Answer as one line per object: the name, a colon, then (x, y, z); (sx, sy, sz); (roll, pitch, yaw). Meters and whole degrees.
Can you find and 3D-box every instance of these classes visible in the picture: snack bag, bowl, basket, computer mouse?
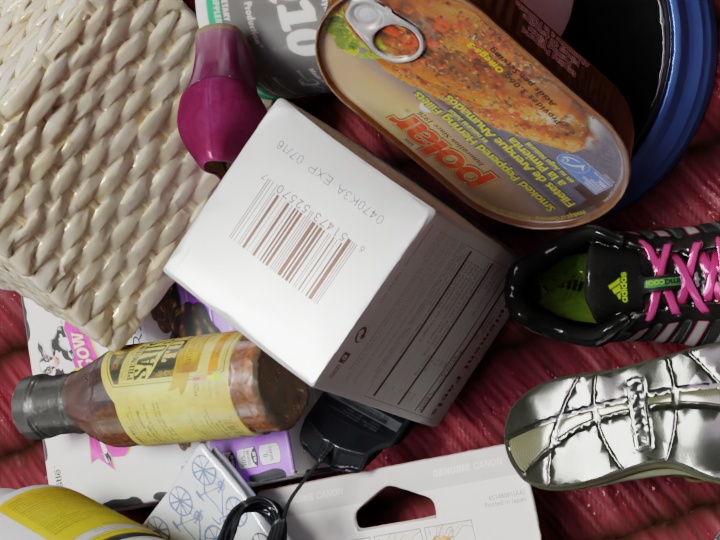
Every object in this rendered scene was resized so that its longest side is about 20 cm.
snack bag: (-0.084, 0.234, 1.525); (0.189, 0.021, 0.200); (50, 128, 17)
bowl: (0.109, -0.128, 1.437); (0.199, 0.039, 0.203); (0, 90, 35)
basket: (-0.185, -0.090, 1.494); (0.200, 0.198, 0.161); (-51, 41, -7)
computer mouse: (-0.025, 0.123, 1.472); (0.058, 0.200, 0.034); (30, 151, 19)

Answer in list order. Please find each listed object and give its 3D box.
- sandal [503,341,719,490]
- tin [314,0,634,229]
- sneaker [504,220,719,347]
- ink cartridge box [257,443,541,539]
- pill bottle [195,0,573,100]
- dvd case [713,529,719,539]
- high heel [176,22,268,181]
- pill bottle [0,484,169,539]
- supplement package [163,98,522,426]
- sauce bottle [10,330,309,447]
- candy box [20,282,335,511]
sandal: (0.178, 0.084, 1.379); (0.200, 0.057, 0.081); (-4, 78, 28)
tin: (0.063, -0.097, 1.345); (0.112, 0.200, 0.042); (-31, 32, 37)
sneaker: (0.164, 0.009, 1.370); (0.199, 0.087, 0.074); (-4, 88, 33)
ink cartridge box: (0.042, 0.202, 1.484); (0.199, 0.045, 0.178); (-13, 84, 34)
pill bottle: (0.014, -0.162, 1.411); (0.199, 0.113, 0.114); (-5, 87, 35)
dvd case: (0.211, 0.255, 1.362); (0.146, 0.022, 0.201); (35, 108, 15)
high heel: (-0.054, -0.045, 1.426); (0.067, 0.201, 0.097); (-7, 52, 9)
pill bottle: (-0.177, 0.193, 1.491); (0.200, 0.111, 0.113); (17, 101, 56)
supplement package: (0.000, 0.000, 1.398); (0.117, 0.200, 0.118); (36, 94, 22)
sauce bottle: (-0.126, 0.075, 1.502); (0.199, 0.066, 0.067); (-8, 86, 32)
candy box: (-0.114, 0.060, 1.575); (0.199, 0.071, 0.169); (-14, 83, 34)
